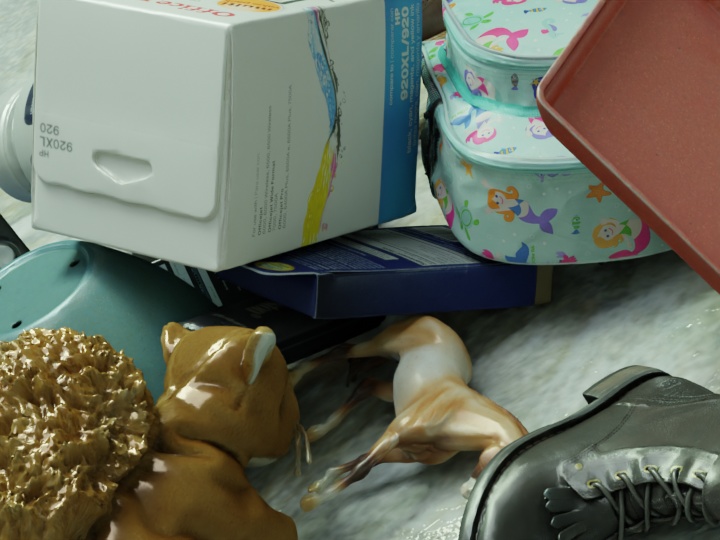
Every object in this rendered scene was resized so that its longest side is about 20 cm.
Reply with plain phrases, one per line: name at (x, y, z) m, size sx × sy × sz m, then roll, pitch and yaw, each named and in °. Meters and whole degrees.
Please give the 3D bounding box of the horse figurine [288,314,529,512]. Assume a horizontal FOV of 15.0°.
horse figurine at (0.024, 0.077, 1.571) m, size 0.132 × 0.050 × 0.200 m, roll -25°, pitch 27°, yaw 8°

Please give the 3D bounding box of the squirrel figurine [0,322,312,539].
squirrel figurine at (-0.114, 0.103, 1.466) m, size 0.141 × 0.200 × 0.188 m, roll 3°, pitch 64°, yaw 55°

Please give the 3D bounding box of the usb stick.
usb stick at (-0.047, 0.032, 1.634) m, size 0.055 × 0.033 × 0.200 m, roll 30°, pitch 22°, yaw 20°

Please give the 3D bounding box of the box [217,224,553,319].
box at (0.000, 0.000, 1.632) m, size 0.199 × 0.033 × 0.121 m, roll -2°, pitch 12°, yaw -31°

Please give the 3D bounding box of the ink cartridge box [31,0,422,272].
ink cartridge box at (-0.078, -0.096, 1.620) m, size 0.147 × 0.146 × 0.200 m, roll 12°, pitch 17°, yaw 32°

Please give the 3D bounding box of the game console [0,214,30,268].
game console at (-0.303, 0.031, 1.885) m, size 0.200 × 0.173 × 0.119 m, roll -38°, pitch -5°, yaw -19°

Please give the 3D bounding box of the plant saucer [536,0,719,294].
plant saucer at (0.200, -0.082, 1.550) m, size 0.037 × 0.199 × 0.200 m, roll -39°, pitch 12°, yaw 48°

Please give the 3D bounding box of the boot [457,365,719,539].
boot at (0.160, 0.109, 1.367) m, size 0.174 × 0.069 × 0.200 m, roll 6°, pitch 41°, yaw 49°

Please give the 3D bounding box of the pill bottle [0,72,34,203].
pill bottle at (-0.162, -0.096, 1.833) m, size 0.199 × 0.111 × 0.111 m, roll -7°, pitch 33°, yaw 45°

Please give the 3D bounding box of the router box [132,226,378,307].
router box at (-0.070, -0.041, 1.827) m, size 0.156 × 0.052 × 0.200 m, roll -23°, pitch 19°, yaw 7°

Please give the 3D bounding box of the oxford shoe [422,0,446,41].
oxford shoe at (-0.025, -0.154, 1.874) m, size 0.199 × 0.073 × 0.071 m, roll -24°, pitch 20°, yaw -7°

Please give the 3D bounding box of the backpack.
backpack at (0.125, -0.089, 1.647) m, size 0.176 × 0.151 × 0.200 m, roll -5°, pitch 33°, yaw -3°

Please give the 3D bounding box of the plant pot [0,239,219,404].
plant pot at (-0.167, 0.062, 1.640) m, size 0.199 × 0.135 × 0.201 m, roll -22°, pitch 29°, yaw 13°
